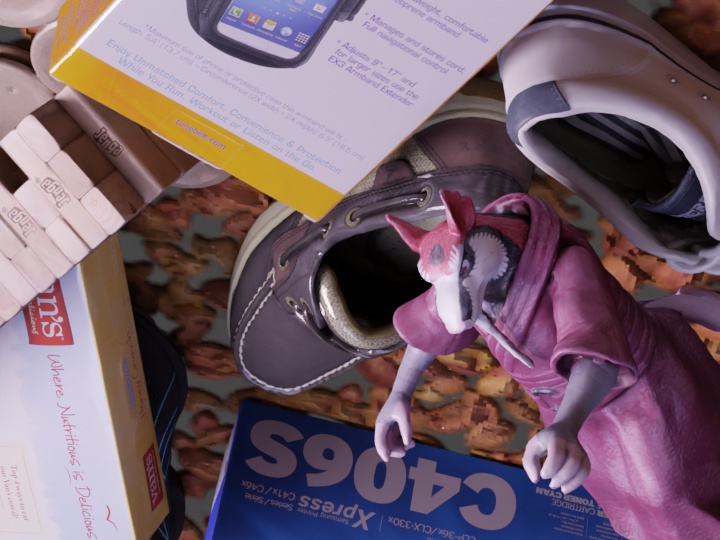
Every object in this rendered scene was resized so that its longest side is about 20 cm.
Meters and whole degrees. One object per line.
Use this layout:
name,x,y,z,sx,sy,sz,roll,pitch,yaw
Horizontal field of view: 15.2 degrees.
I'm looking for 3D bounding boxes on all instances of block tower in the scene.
block tower,-0.153,0.001,1.025,0.200,0.054,0.058,-39,93,29

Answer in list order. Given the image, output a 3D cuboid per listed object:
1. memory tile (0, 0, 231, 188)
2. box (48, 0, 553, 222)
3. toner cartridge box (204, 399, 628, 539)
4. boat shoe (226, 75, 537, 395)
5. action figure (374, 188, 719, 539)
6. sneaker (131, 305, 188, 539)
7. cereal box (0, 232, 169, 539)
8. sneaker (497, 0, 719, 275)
memory tile,-0.079,-0.089,0.996,0.200,0.017,0.153,-20,132,33
box,-0.002,-0.109,0.912,0.119,0.042,0.200,29,127,-25
toner cartridge box,0.033,0.127,1.173,0.200,0.095,0.043,14,142,-4
boat shoe,0.001,0.000,1.045,0.072,0.066,0.201,27,138,-18
action figure,0.086,0.026,0.962,0.134,0.149,0.200,20,157,50
sneaker,-0.114,0.087,1.174,0.075,0.079,0.200,4,139,11
cereal box,-0.185,0.042,1.114,0.200,0.040,0.144,2,117,20
sneaker,0.130,-0.027,0.975,0.200,0.071,0.073,27,139,-18
